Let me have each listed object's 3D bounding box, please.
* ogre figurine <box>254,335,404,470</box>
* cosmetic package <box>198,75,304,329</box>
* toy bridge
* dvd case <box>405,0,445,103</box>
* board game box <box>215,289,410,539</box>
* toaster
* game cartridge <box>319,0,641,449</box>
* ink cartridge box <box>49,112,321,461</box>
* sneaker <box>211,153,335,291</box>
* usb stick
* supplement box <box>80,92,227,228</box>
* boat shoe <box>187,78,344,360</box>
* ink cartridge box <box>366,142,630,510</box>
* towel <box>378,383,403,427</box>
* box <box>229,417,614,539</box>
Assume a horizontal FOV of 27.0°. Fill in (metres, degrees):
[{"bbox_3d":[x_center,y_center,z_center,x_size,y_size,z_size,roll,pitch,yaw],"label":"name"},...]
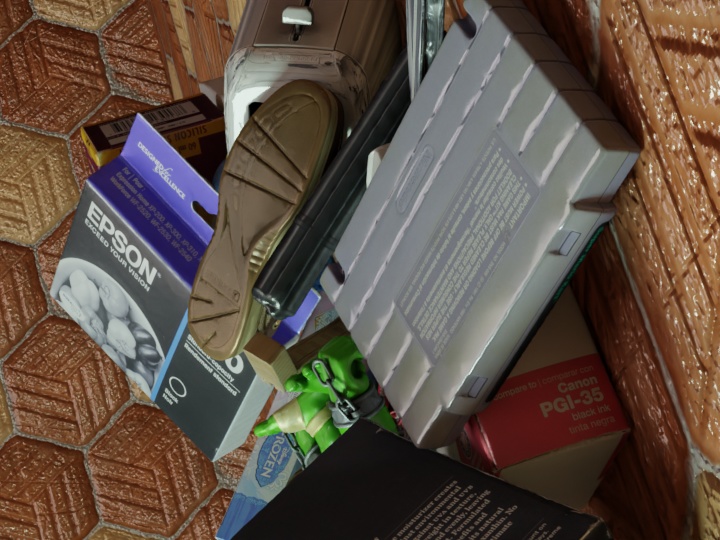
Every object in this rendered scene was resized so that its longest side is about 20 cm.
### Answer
[{"bbox_3d":[0.000,0.118,0.938,0.121,0.097,0.200,58,144,13],"label":"ogre figurine"},{"bbox_3d":[-0.052,-0.073,1.302,0.199,0.121,0.203,-139,34,-73],"label":"cosmetic package"},{"bbox_3d":[0.000,0.000,0.986,0.027,0.201,0.068,22,153,32],"label":"toy bridge"},{"bbox_3d":[0.030,-0.197,0.793,0.149,0.016,0.202,90,178,-55],"label":"dvd case"},{"bbox_3d":[-0.019,0.151,1.155,0.201,0.043,0.200,-68,-28,-20],"label":"board game box"},{"bbox_3d":[-0.033,-0.108,1.042,0.130,0.112,0.202,-73,-14,-50],"label":"toaster"},{"bbox_3d":[0.053,-0.022,0.745,0.130,0.038,0.201,55,132,32],"label":"game cartridge"},{"bbox_3d":[-0.138,0.018,1.117,0.198,0.043,0.201,44,137,13],"label":"ink cartridge box"},{"bbox_3d":[-0.051,-0.003,1.153,0.201,0.065,0.079,53,-147,-29],"label":"sneaker"},{"bbox_3d":[-0.004,-0.059,0.914,0.032,0.201,0.055,32,-179,1],"label":"usb stick"},{"bbox_3d":[-0.149,-0.029,1.231,0.086,0.109,0.202,-133,29,-63],"label":"supplement box"},{"bbox_3d":[-0.050,-0.033,0.985,0.072,0.071,0.202,37,117,33],"label":"boat shoe"},{"bbox_3d":[0.070,0.036,0.864,0.147,0.082,0.202,95,158,-64],"label":"ink cartridge box"},{"bbox_3d":[0.024,0.144,1.099,0.145,0.022,0.202,-83,-6,-61],"label":"towel"},{"bbox_3d":[0.056,0.208,0.772,0.198,0.123,0.201,16,140,55],"label":"box"}]
